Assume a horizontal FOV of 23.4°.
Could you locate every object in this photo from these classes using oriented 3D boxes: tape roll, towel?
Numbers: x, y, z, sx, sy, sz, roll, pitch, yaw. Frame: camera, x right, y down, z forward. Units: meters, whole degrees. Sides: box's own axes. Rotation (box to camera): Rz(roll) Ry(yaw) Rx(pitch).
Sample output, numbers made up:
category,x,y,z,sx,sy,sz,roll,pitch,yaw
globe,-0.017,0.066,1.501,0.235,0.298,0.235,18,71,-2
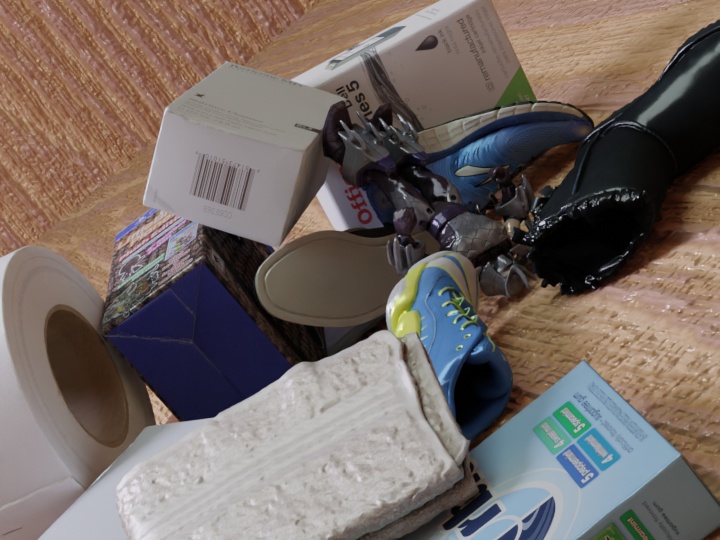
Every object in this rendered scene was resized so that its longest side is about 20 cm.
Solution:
category,x,y,z,sx,sy,sz,roll,pitch,yaw
tape roll,-0.249,0.100,1.219,0.139,0.203,0.203,-24,17,13
towel,-0.039,0.115,0.930,0.200,0.035,0.133,-31,37,5

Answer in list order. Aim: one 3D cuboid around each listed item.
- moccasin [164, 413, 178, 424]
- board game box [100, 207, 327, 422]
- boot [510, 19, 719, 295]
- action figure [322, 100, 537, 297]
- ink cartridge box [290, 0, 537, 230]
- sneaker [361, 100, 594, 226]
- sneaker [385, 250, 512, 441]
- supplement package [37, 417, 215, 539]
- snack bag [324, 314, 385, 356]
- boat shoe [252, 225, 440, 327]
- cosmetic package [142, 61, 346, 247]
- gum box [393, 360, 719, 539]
category,x,y,z,sx,sy,sz,roll,pitch,yaw
moccasin,-0.178,0.168,1.323,0.074,0.078,0.202,-25,20,45
board game box,-0.108,0.038,1.339,0.097,0.160,0.200,-36,21,10
boot,0.196,-0.075,1.164,0.198,0.073,0.163,-37,10,37
action figure,0.055,-0.045,1.263,0.130,0.200,0.070,-19,-39,-38
ink cartridge box,0.043,-0.131,1.493,0.199,0.146,0.084,-29,16,-5
sneaker,0.098,-0.085,1.427,0.199,0.090,0.079,-17,4,1
sneaker,0.064,0.056,1.114,0.105,0.076,0.200,-14,35,34
supplement package,-0.133,0.197,1.060,0.200,0.111,0.156,-47,16,-27
snack bag,-0.006,0.021,1.469,0.188,0.021,0.200,-40,17,-3
boat shoe,0.000,0.000,1.309,0.199,0.074,0.060,-18,0,-32
cosmetic package,-0.085,-0.094,1.336,0.200,0.112,0.081,-69,-4,-70
gum box,0.068,0.142,0.869,0.200,0.045,0.170,-39,14,2
